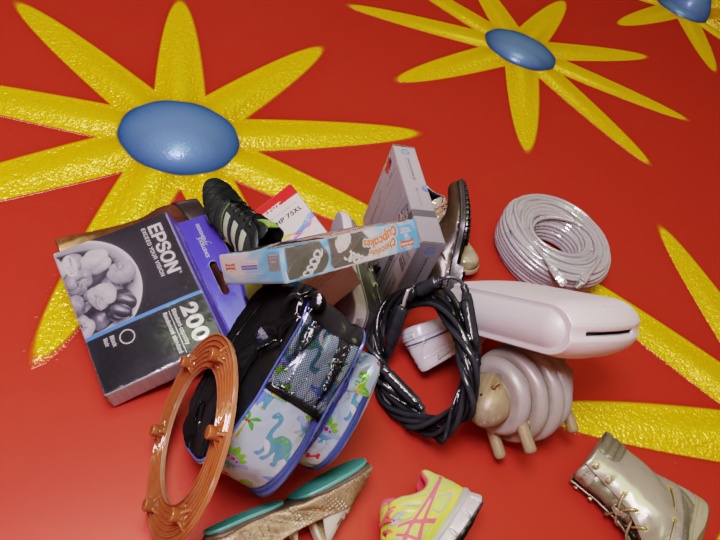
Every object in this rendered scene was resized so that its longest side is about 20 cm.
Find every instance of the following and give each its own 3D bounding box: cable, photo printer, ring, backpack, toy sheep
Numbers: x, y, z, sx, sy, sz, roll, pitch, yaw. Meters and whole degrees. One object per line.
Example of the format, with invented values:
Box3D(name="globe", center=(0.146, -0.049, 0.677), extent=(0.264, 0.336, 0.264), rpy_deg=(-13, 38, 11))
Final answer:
Box3D(name="cable", center=(0.074, 0.111, 0.770), extent=(0.051, 0.162, 0.202), rpy_deg=(19, 60, -53))
Box3D(name="photo printer", center=(0.231, 0.058, 0.784), extent=(0.165, 0.070, 0.199), rpy_deg=(1, 7, -38))
Box3D(name="ring", center=(-0.172, 0.158, 0.610), extent=(0.019, 0.200, 0.202), rpy_deg=(22, 41, -29))
Box3D(name="backpack", center=(-0.083, 0.130, 0.664), extent=(0.147, 0.183, 0.201), rpy_deg=(37, 78, -19))
Box3D(name="cable", center=(0.327, -0.044, 1.064), extent=(0.199, 0.070, 0.200), rpy_deg=(-21, 58, -35))
Box3D(name="toy sheep", center=(0.208, 0.156, 0.800), extent=(0.199, 0.138, 0.138), rpy_deg=(-7, 50, -42))

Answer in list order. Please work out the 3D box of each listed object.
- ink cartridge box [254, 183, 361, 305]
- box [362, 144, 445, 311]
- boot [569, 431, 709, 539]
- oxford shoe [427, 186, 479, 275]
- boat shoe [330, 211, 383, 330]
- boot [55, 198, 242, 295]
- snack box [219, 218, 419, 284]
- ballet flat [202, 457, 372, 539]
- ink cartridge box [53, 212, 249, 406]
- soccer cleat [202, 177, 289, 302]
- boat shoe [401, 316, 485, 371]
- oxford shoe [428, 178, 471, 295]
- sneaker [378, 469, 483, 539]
Box3D(name="ink cartridge box", center=(-0.102, -0.032, 0.863), extent=(0.116, 0.067, 0.200), rpy_deg=(-37, 63, -1))
Box3D(name="box", center=(0.057, -0.059, 0.919), extent=(0.041, 0.157, 0.201), rpy_deg=(4, 47, -19))
Box3D(name="boot", center=(0.318, 0.297, 0.744), extent=(0.154, 0.072, 0.200), rpy_deg=(38, 43, 16))
Box3D(name="oxford shoe", center=(0.123, -0.076, 1.015), extent=(0.070, 0.074, 0.200), rpy_deg=(-25, 61, -36))
Box3D(name="boat shoe", center=(0.000, 0.000, 0.908), extent=(0.066, 0.070, 0.201), rpy_deg=(7, 47, -24))
Box3D(name="boot", center=(-0.270, -0.003, 0.815), extent=(0.199, 0.069, 0.189), rpy_deg=(-23, 68, -29))
Box3D(name="snack box", center=(-0.041, -0.022, 0.701), extent=(0.199, 0.116, 0.038), rpy_deg=(-16, 99, -42))
Box3D(name="ballet flat", center=(-0.067, 0.263, 0.654), extent=(0.198, 0.070, 0.066), rpy_deg=(-17, 83, -28))
Box3D(name="ink cartridge box", center=(-0.240, 0.029, 0.759), extent=(0.199, 0.044, 0.199), rpy_deg=(-24, 67, -18))
Box3D(name="soccer cleat", center=(-0.141, -0.050, 0.799), extent=(0.067, 0.081, 0.201), rpy_deg=(-3, 55, -49))
Box3D(name="boat shoe", center=(0.141, 0.090, 0.886), extent=(0.199, 0.073, 0.067), rpy_deg=(-16, 83, -32))
Box3D(name="oxford shoe", center=(0.123, -0.049, 0.949), extent=(0.084, 0.073, 0.202), rpy_deg=(8, 73, 15))
Box3D(name="sneaker", center=(0.045, 0.288, 0.660), extent=(0.090, 0.079, 0.199), rpy_deg=(33, 40, 23))
